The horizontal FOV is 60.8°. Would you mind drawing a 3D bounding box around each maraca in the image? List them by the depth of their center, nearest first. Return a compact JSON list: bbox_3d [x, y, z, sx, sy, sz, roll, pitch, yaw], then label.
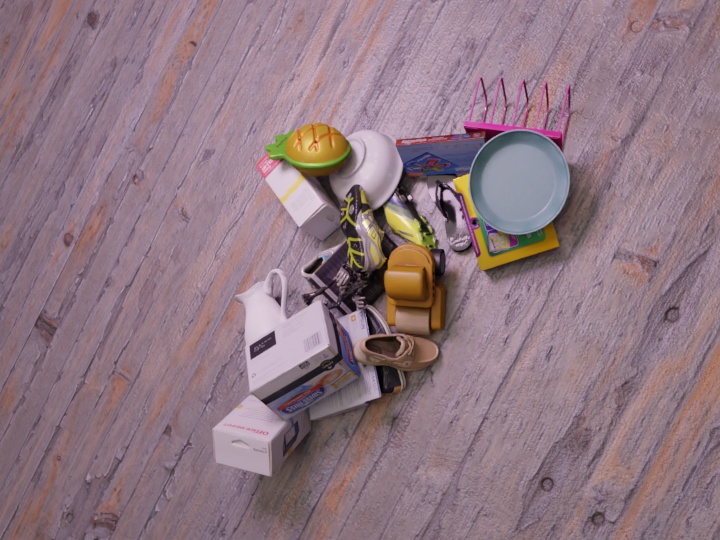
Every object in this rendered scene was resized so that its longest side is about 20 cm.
[{"bbox_3d":[-0.114,-0.268,1.351,0.195,0.109,0.138,13,41,21],"label":"maraca"}]

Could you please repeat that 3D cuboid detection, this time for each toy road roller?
[{"bbox_3d":[0.106,0.046,1.288,0.119,0.146,0.206,3,103,20],"label":"toy road roller"}]

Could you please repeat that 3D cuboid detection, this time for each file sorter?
[{"bbox_3d":[0.335,-0.321,1.294,0.195,0.139,0.129,12,82,21],"label":"file sorter"}]

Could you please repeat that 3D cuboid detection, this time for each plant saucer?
[{"bbox_3d":[0.314,-0.176,1.226,0.194,0.036,0.206,2,98,13],"label":"plant saucer"}]

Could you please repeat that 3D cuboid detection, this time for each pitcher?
[{"bbox_3d":[-0.203,0.116,1.420,0.171,0.119,0.204,-41,61,37],"label":"pitcher"}]

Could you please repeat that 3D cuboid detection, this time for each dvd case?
[{"bbox_3d":[0.000,0.000,1.386,0.200,0.016,0.149,-45,105,7],"label":"dvd case"}]

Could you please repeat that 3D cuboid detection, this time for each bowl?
[{"bbox_3d":[-0.005,-0.241,1.400,0.197,0.090,0.207,-15,65,32],"label":"bowl"}]

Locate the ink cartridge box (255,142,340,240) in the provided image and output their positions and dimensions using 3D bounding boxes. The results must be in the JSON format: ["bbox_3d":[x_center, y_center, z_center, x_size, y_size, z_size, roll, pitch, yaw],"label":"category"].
[{"bbox_3d":[-0.138,-0.182,1.440,0.083,0.145,0.201,-40,70,9],"label":"ink cartridge box"}]

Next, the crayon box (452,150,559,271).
[{"bbox_3d":[0.304,-0.124,1.285,0.168,0.058,0.205,-17,94,15],"label":"crayon box"}]

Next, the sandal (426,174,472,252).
[{"bbox_3d":[0.202,-0.143,1.362,0.075,0.043,0.205,-23,74,16],"label":"sandal"}]

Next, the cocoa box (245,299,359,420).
[{"bbox_3d":[-0.122,0.189,1.281,0.197,0.132,0.135,-31,40,11],"label":"cocoa box"}]

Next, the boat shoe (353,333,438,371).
[{"bbox_3d":[0.085,0.170,1.292,0.194,0.065,0.073,2,69,-22],"label":"boat shoe"}]

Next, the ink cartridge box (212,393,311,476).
[{"bbox_3d":[-0.211,0.346,1.345,0.141,0.200,0.090,5,106,19],"label":"ink cartridge box"}]

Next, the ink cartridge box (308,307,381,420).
[{"bbox_3d":[-0.043,0.211,1.368,0.196,0.043,0.202,-22,67,28],"label":"ink cartridge box"}]

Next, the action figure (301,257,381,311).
[{"bbox_3d":[-0.025,0.032,1.331,0.198,0.103,0.120,-36,116,6],"label":"action figure"}]

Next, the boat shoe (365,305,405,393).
[{"bbox_3d":[0.038,0.174,1.350,0.061,0.075,0.205,-13,76,-24],"label":"boat shoe"}]

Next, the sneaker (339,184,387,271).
[{"bbox_3d":[0.007,-0.088,1.314,0.075,0.075,0.205,-38,53,51],"label":"sneaker"}]

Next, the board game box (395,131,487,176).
[{"bbox_3d":[0.181,-0.248,1.324,0.195,0.104,0.020,1,56,24],"label":"board game box"}]

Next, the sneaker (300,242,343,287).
[{"bbox_3d":[-0.052,-0.024,1.415,0.197,0.086,0.076,-31,70,11],"label":"sneaker"}]

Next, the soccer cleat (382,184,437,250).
[{"bbox_3d":[0.106,-0.099,1.390,0.083,0.064,0.203,-39,71,34],"label":"soccer cleat"}]
